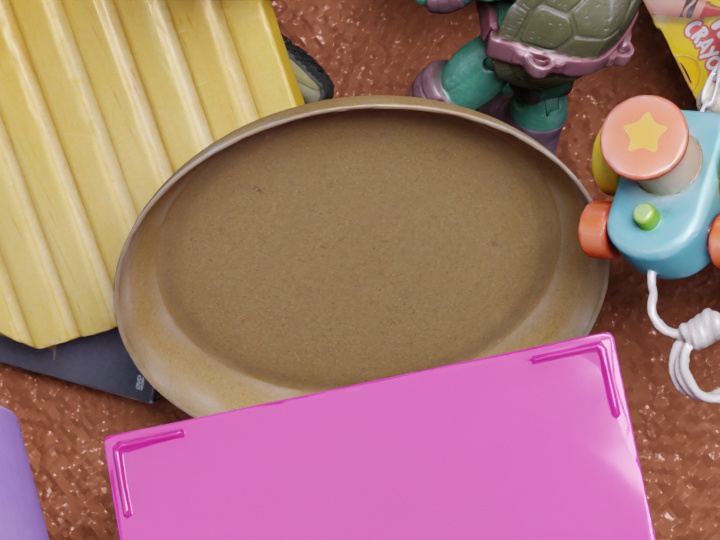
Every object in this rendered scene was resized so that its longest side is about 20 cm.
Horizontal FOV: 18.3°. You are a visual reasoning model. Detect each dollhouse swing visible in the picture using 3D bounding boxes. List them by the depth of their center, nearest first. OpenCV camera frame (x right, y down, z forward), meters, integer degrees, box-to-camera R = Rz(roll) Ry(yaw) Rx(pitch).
[{"bbox_3d":[-0.125,-0.066,0.872,0.199,0.182,0.177,-15,86,15],"label":"dollhouse swing"}]

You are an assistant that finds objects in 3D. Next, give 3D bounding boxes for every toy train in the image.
[{"bbox_3d":[0.167,-0.052,0.817,0.200,0.056,0.150,-40,50,8],"label":"toy train"}]

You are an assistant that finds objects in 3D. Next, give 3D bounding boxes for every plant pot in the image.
[{"bbox_3d":[0.000,0.000,0.904,0.199,0.200,0.028,-12,47,5],"label":"plant pot"}]

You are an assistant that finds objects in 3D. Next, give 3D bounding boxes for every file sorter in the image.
[{"bbox_3d":[0.019,0.120,0.897,0.199,0.125,0.140,-12,79,6],"label":"file sorter"}]

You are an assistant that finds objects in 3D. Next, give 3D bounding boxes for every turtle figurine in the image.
[{"bbox_3d":[0.065,-0.114,0.873,0.149,0.200,0.101,0,51,-21],"label":"turtle figurine"}]

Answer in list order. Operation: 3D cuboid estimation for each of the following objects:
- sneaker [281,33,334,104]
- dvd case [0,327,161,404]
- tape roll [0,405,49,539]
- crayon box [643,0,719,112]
[{"bbox_3d":[-0.108,-0.086,0.990,0.199,0.077,0.089,15,95,15],"label":"sneaker"},{"bbox_3d":[-0.169,-0.037,0.975,0.199,0.016,0.149,15,106,11],"label":"dvd case"},{"bbox_3d":[-0.223,0.123,0.889,0.199,0.200,0.085,-17,77,4],"label":"tape roll"},{"bbox_3d":[0.190,-0.095,0.901,0.119,0.058,0.200,-31,51,14],"label":"crayon box"}]
